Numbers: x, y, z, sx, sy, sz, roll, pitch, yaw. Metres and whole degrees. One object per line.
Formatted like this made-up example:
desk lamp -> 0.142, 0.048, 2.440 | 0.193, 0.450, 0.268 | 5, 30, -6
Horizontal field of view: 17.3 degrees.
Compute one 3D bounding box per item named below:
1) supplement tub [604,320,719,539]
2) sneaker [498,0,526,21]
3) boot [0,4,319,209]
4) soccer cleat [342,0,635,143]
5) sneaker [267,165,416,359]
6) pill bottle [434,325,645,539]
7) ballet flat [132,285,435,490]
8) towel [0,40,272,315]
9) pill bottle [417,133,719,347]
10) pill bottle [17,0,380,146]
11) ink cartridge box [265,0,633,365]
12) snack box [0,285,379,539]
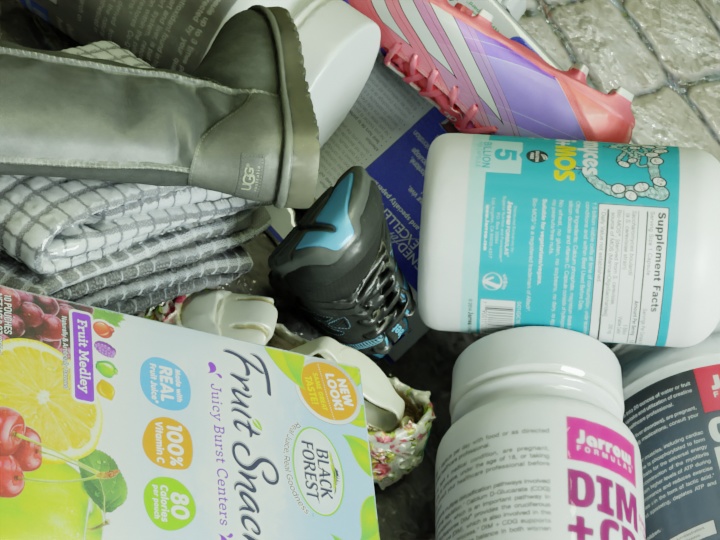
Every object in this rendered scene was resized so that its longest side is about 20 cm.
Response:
supplement tub -> 0.207, 0.126, 1.346 | 0.140, 0.140, 0.201 | 13, 48, -28
sneaker -> 0.074, -0.142, 1.490 | 0.199, 0.075, 0.115 | -29, 81, -10
boot -> -0.128, -0.090, 1.182 | 0.199, 0.073, 0.182 | 2, 25, -11
soccer cleat -> 0.064, -0.110, 1.368 | 0.199, 0.077, 0.067 | 27, -1, 0
sneaker -> 0.000, 0.000, 1.277 | 0.082, 0.200, 0.073 | 44, 85, 4
pill bottle -> 0.095, 0.138, 1.258 | 0.113, 0.113, 0.201 | 19, 52, -23
ballet flat -> -0.044, 0.049, 1.284 | 0.199, 0.064, 0.076 | 27, 45, -15
towel -> -0.156, -0.045, 1.237 | 0.165, 0.086, 0.200 | 31, 30, 29
pill bottle -> 0.133, -0.016, 1.307 | 0.199, 0.111, 0.111 | 4, 46, 4
pill bottle -> -0.094, -0.152, 1.355 | 0.200, 0.114, 0.114 | 34, 40, 13
ink cartridge box -> 0.025, -0.077, 1.416 | 0.200, 0.047, 0.198 | -41, 82, -6
snack box -> -0.091, 0.094, 1.113 | 0.199, 0.053, 0.143 | 14, 49, -25
